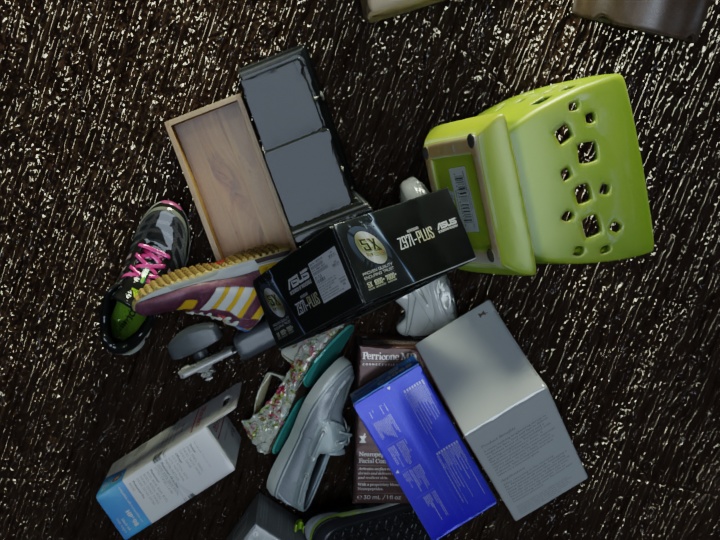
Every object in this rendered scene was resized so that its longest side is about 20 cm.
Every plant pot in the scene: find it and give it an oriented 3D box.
[{"bbox_3d":[0.188,-0.097,1.110,0.178,0.198,0.204,-15,98,-19],"label":"plant pot"},{"bbox_3d":[0.333,-0.372,1.110,0.196,0.201,0.202,12,106,-5],"label":"plant pot"}]

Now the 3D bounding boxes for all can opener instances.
[{"bbox_3d":[-0.142,0.078,1.213,0.197,0.053,0.068,-23,99,0],"label":"can opener"}]

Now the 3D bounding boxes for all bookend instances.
[{"bbox_3d":[-0.067,-0.151,1.107,0.091,0.199,0.203,-20,99,-1],"label":"bookend"}]

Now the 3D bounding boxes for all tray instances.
[{"bbox_3d":[-0.154,-0.100,1.193,0.097,0.037,0.203,-20,99,0],"label":"tray"}]

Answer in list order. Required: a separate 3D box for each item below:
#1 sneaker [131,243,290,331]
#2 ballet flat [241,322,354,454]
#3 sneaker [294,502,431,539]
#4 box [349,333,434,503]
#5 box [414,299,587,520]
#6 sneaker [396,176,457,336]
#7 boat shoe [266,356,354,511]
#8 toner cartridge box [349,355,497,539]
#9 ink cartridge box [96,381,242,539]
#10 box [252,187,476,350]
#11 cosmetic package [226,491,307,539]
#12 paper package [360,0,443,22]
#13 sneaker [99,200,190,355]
[{"bbox_3d":[-0.163,0.036,1.145,0.197,0.075,0.092,-17,103,-15],"label":"sneaker"},{"bbox_3d":[-0.084,0.133,1.220,0.063,0.076,0.202,33,92,16],"label":"ballet flat"},{"bbox_3d":[0.011,0.315,1.252,0.197,0.082,0.073,4,102,-31],"label":"sneaker"},{"bbox_3d":[0.039,0.185,1.232,0.098,0.075,0.204,1,97,-4],"label":"box"},{"bbox_3d":[0.166,0.166,1.156,0.105,0.153,0.201,-30,132,2],"label":"box"},{"bbox_3d":[0.059,-0.010,1.202,0.097,0.078,0.204,-9,97,4],"label":"sneaker"},{"bbox_3d":[-0.046,0.207,1.223,0.071,0.070,0.203,30,103,18],"label":"boat shoe"},{"bbox_3d":[0.076,0.214,1.182,0.094,0.043,0.202,-30,101,-1],"label":"toner cartridge box"},{"bbox_3d":[-0.214,0.229,1.200,0.198,0.116,0.067,-33,99,2],"label":"ink cartridge box"},{"bbox_3d":[0.000,0.000,1.079,0.162,0.199,0.087,-20,84,-35],"label":"box"},{"bbox_3d":[-0.071,0.380,1.239,0.199,0.107,0.091,38,95,-6],"label":"cosmetic package"},{"bbox_3d":[0.074,-0.406,1.125,0.196,0.104,0.194,-17,100,0],"label":"paper package"},{"bbox_3d":[-0.260,0.015,1.178,0.073,0.087,0.203,24,97,-7],"label":"sneaker"}]
